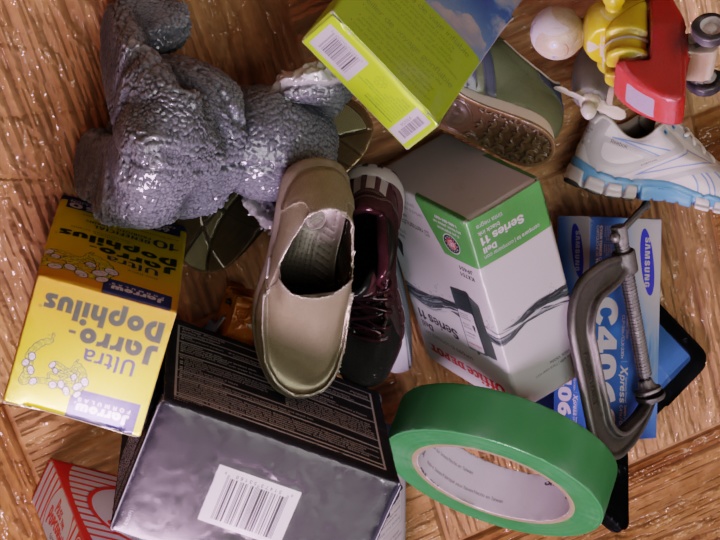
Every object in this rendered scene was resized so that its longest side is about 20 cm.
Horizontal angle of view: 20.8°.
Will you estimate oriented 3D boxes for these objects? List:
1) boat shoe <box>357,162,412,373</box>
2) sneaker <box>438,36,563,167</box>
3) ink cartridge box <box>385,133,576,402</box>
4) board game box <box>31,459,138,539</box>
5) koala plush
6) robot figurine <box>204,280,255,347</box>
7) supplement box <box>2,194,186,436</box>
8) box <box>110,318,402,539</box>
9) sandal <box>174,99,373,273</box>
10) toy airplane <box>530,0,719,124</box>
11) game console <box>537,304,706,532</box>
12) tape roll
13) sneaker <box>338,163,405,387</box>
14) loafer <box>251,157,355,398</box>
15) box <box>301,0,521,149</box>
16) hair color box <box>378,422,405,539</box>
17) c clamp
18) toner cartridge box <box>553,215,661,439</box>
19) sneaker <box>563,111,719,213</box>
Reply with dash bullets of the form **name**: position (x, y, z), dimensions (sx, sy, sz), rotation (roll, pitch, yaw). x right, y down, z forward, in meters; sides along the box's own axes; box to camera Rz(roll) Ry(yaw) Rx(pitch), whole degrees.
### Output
- **boat shoe**: position (0.000, 0.000, 1.698), dimensions (0.062, 0.072, 0.200), rotation (-12, 113, 8)
- **sneaker**: position (0.084, -0.168, 1.648), dimensions (0.200, 0.090, 0.067), rotation (29, 137, -4)
- **ink cartridge box**: position (0.104, 0.002, 1.674), dimensions (0.083, 0.147, 0.200), rotation (-31, 122, -21)
- **board game box**: position (-0.171, 0.240, 1.684), dimensions (0.200, 0.152, 0.046), rotation (18, 106, -27)
- **koala plush**: position (-0.105, -0.101, 1.529), dimensions (0.199, 0.184, 0.178), rotation (7, 111, -20)
- **robot figurine**: position (-0.097, 0.115, 1.709), dimensions (0.145, 0.058, 0.200), rotation (12, 108, -25)
- **supplement box**: position (-0.204, 0.031, 1.534), dimensions (0.109, 0.200, 0.110), rotation (15, 108, -9)
- **box**: position (-0.085, 0.151, 1.574), dimensions (0.200, 0.198, 0.124), rotation (21, 106, -10)
- **sandal**: position (-0.075, -0.076, 1.631), dimensions (0.200, 0.054, 0.080), rotation (-42, 90, 15)
- **toy airplane**: position (0.202, -0.218, 1.602), dimensions (0.141, 0.199, 0.201), rotation (-16, 100, -7)
- **game console**: position (0.225, 0.110, 1.801), dimensions (0.116, 0.176, 0.200), rotation (-28, 126, 30)
- **tape roll**: position (0.121, 0.166, 1.699), dimensions (0.200, 0.200, 0.048), rotation (36, 62, -30)
- **sneaker**: position (-0.003, 0.021, 1.606), dimensions (0.075, 0.116, 0.201), rotation (1, 113, 4)
- **loafer**: position (-0.043, 0.015, 1.506), dimensions (0.075, 0.068, 0.201), rotation (1, 114, -8)
- **box**: position (0.045, -0.199, 1.551), dimensions (0.122, 0.200, 0.048), rotation (45, 133, -10)
- **hair color box**: position (-0.005, 0.244, 1.775), dimensions (0.099, 0.060, 0.201), rotation (-39, 134, -54)
- **c clamp**: position (0.231, 0.057, 1.702), dimensions (0.171, 0.027, 0.201), rotation (-28, 113, -52)
- **toner cartridge box**: position (0.222, 0.052, 1.758), dimensions (0.095, 0.043, 0.201), rotation (0, 91, -40)
- **sneaker**: position (0.283, -0.103, 1.751), dimensions (0.199, 0.075, 0.087), rotation (6, 105, -24)
